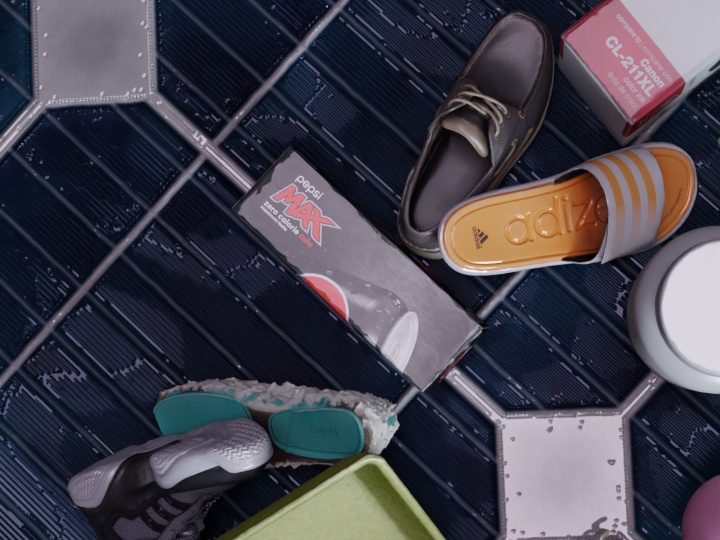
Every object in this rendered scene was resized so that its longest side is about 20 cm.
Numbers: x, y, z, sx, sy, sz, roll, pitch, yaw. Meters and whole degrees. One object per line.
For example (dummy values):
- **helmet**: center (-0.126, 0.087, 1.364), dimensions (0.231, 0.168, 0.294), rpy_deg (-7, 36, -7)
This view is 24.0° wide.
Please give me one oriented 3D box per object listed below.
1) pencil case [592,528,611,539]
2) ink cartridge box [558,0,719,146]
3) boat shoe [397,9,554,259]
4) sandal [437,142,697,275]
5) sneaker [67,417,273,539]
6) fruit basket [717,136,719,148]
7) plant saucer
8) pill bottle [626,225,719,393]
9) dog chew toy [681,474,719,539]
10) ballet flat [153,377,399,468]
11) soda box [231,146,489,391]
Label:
- **pencil case**: center (0.139, 0.283, 1.230), dimensions (0.089, 0.078, 0.200), rpy_deg (40, 93, -15)
- **ink cartridge box**: center (0.244, -0.188, 1.210), dimensions (0.200, 0.146, 0.083), rpy_deg (-38, 84, 4)
- **boat shoe**: center (0.089, -0.101, 1.261), dimensions (0.074, 0.073, 0.200), rpy_deg (23, 90, 8)
- **sandal**: center (0.160, -0.037, 1.229), dimensions (0.207, 0.059, 0.079), rpy_deg (-16, 97, -14)
- **sneaker**: center (-0.125, 0.179, 1.248), dimensions (0.200, 0.075, 0.114), rpy_deg (-18, 96, 41)
- **fruit basket**: center (0.386, -0.081, 1.197), dimensions (0.215, 0.156, 0.216), rpy_deg (-6, 74, 20)
- **plant saucer**: center (-0.031, 0.229, 1.230), dimensions (0.200, 0.048, 0.200), rpy_deg (-32, 125, 4)
- **pill bottle**: center (0.245, 0.028, 1.171), dimensions (0.114, 0.200, 0.114), rpy_deg (0, 87, 7)
- **dog chew toy**: center (0.282, 0.181, 1.181), dimensions (0.200, 0.125, 0.125), rpy_deg (-41, 83, -14)
- **ballet flat**: center (-0.058, 0.113, 1.266), dimensions (0.200, 0.072, 0.072), rpy_deg (3, 87, 31)
- **soda box**: center (0.000, 0.000, 1.272), dimensions (0.200, 0.063, 0.071), rpy_deg (43, 92, 8)
